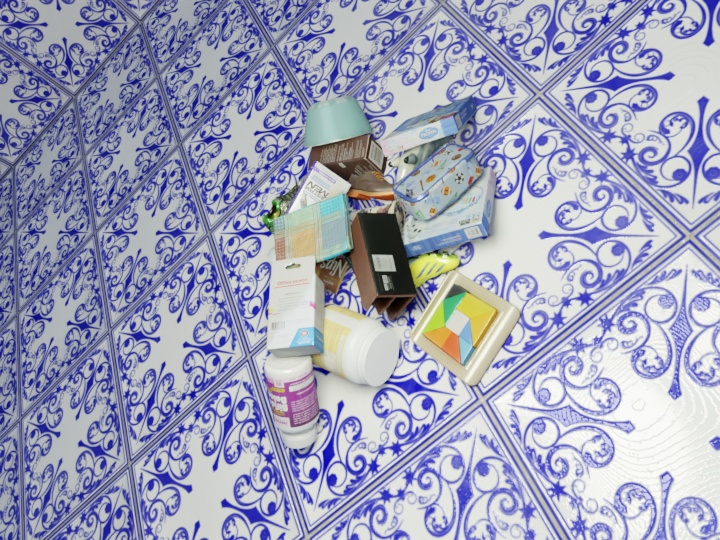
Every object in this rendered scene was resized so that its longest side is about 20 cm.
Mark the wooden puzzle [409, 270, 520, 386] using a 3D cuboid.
[{"bbox_3d":[0.215,0.115,1.299,0.198,0.037,0.188,34,89,41],"label":"wooden puzzle"}]

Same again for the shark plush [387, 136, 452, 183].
[{"bbox_3d":[0.150,-0.273,1.507,0.200,0.084,0.090,-46,20,-31],"label":"shark plush"}]

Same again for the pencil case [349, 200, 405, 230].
[{"bbox_3d":[0.023,-0.124,1.532,0.195,0.077,0.093,-8,77,33],"label":"pencil case"}]

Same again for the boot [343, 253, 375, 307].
[{"bbox_3d":[0.000,0.000,1.474,0.074,0.096,0.203,-37,51,14],"label":"boot"}]

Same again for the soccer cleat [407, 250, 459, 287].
[{"bbox_3d":[0.139,0.002,1.407,0.194,0.064,0.087,-5,91,31],"label":"soccer cleat"}]

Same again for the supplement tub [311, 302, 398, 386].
[{"bbox_3d":[-0.024,0.168,1.378,0.196,0.145,0.149,17,77,40],"label":"supplement tub"}]

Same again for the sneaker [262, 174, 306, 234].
[{"bbox_3d":[-0.198,-0.190,1.724,0.202,0.085,0.078,-52,49,2],"label":"sneaker"}]

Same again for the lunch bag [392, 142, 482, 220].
[{"bbox_3d":[0.167,-0.204,1.383,0.198,0.076,0.160,-37,29,-4],"label":"lunch bag"}]

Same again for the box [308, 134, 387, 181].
[{"bbox_3d":[-0.036,-0.297,1.645,0.195,0.099,0.077,0,70,36],"label":"box"}]

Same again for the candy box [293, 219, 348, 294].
[{"bbox_3d":[-0.103,-0.034,1.499,0.055,0.199,0.120,16,76,36],"label":"candy box"}]

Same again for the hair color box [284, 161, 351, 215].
[{"bbox_3d":[-0.120,-0.160,1.547,0.204,0.107,0.065,-60,16,2],"label":"hair color box"}]

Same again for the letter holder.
[{"bbox_3d":[0.033,-0.003,1.362,0.143,0.097,0.206,126,137,-53],"label":"letter holder"}]

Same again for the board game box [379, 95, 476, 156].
[{"bbox_3d":[0.168,-0.354,1.488,0.194,0.044,0.201,-15,21,30],"label":"board game box"}]

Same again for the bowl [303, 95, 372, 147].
[{"bbox_3d":[-0.071,-0.408,1.651,0.196,0.200,0.109,-3,108,34],"label":"bowl"}]

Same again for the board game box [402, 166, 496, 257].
[{"bbox_3d":[0.202,-0.133,1.380,0.195,0.044,0.202,-14,38,32],"label":"board game box"}]

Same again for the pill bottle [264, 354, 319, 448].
[{"bbox_3d":[-0.150,0.291,1.376,0.110,0.111,0.207,8,114,38],"label":"pill bottle"}]

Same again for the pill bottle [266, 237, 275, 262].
[{"bbox_3d":[-0.164,-0.098,1.635,0.111,0.111,0.203,34,89,41],"label":"pill bottle"}]

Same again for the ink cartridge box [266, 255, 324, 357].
[{"bbox_3d":[-0.141,0.080,1.347,0.111,0.068,0.207,-7,66,16],"label":"ink cartridge box"}]

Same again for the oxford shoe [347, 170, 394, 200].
[{"bbox_3d":[0.039,-0.220,1.562,0.195,0.070,0.076,7,89,38],"label":"oxford shoe"}]

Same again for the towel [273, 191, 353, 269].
[{"bbox_3d":[-0.112,-0.084,1.391,0.194,0.022,0.151,-17,64,19],"label":"towel"}]
